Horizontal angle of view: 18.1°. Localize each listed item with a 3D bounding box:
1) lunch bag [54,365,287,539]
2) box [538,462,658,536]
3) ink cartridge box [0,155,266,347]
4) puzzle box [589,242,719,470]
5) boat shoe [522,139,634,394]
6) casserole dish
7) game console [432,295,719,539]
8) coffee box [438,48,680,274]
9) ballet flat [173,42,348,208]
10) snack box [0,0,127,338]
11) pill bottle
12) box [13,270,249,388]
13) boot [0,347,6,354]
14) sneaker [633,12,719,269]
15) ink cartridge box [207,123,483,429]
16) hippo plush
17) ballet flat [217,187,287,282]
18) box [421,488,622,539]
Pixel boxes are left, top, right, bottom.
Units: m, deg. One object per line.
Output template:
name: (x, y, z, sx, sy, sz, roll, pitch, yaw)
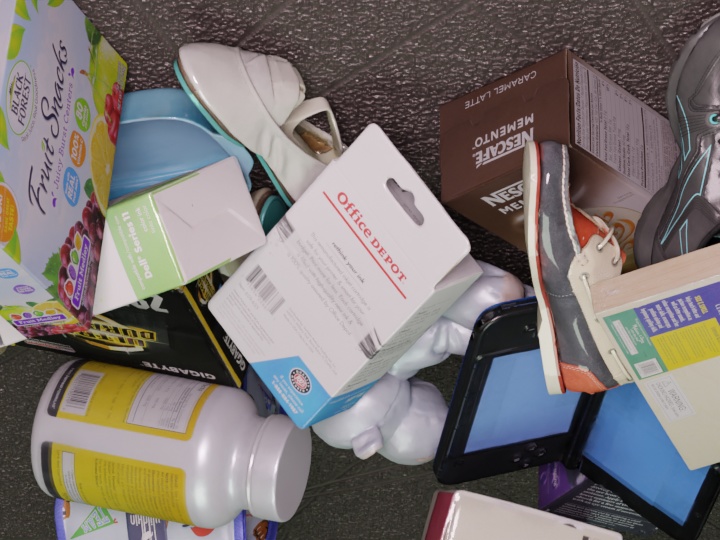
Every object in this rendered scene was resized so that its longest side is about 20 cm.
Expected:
lunch bag: (-0.157, 0.178, 1.867, 0.170, 0.200, 0.124, -6, 151, 17)
box: (0.229, 0.099, 1.743, 0.104, 0.148, 0.200, 15, 148, -20)
ink cartridge box: (-0.179, -0.008, 1.526, 0.200, 0.067, 0.117, -18, -174, 30)
puzzle box: (0.242, 0.052, 1.448, 0.133, 0.025, 0.200, -18, 139, 16)
boat shoe: (0.139, -0.002, 1.442, 0.063, 0.071, 0.200, -5, 127, 10)
casserole dish: (-0.168, -0.080, 1.563, 0.200, 0.039, 0.121, -9, 150, 22)
game console: (0.162, 0.113, 1.585, 0.171, 0.118, 0.200, -11, 142, -20)
coffee box: (0.159, -0.057, 1.529, 0.114, 0.080, 0.200, -24, 142, 38)
ballet flat: (-0.057, -0.105, 1.493, 0.069, 0.070, 0.200, -8, 154, 20)
snack box: (-0.208, -0.079, 1.399, 0.053, 0.200, 0.142, -8, 150, 22)
pill bottle: (-0.145, 0.137, 1.743, 0.200, 0.112, 0.112, 10, 154, 17)
box: (-0.194, 0.019, 1.691, 0.200, 0.049, 0.160, 10, 152, 18)
boot: (-0.386, 0.030, 1.750, 0.200, 0.073, 0.155, -8, 147, 9)
sneaker: (0.234, -0.067, 1.429, 0.075, 0.079, 0.200, -6, 120, -26)
ink cartridge box: (0.000, 0.000, 1.533, 0.200, 0.116, 0.067, -46, 163, 32)
hippo plush: (0.037, 0.064, 1.631, 0.200, 0.161, 0.159, 26, 174, -40)
ballet flat: (-0.080, -0.003, 1.676, 0.069, 0.070, 0.200, -2, 151, 10)
box: (0.109, 0.229, 1.681, 0.128, 0.109, 0.200, 15, 174, 0)
